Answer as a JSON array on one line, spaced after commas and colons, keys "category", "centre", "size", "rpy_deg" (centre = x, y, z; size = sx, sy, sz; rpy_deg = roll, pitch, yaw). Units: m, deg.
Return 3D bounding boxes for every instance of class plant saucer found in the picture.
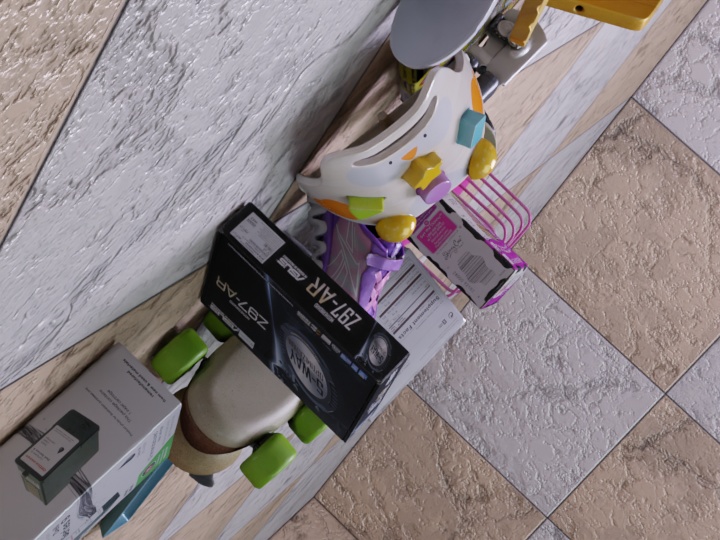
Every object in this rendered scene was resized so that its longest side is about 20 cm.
[{"category": "plant saucer", "centre": [-0.255, 0.247, 1.890], "size": [0.200, 0.019, 0.070], "rpy_deg": [-51, 171, 20]}]

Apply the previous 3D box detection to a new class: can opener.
[{"category": "can opener", "centre": [0.109, -0.182, 1.509], "size": [0.200, 0.053, 0.067], "rpy_deg": [-45, 172, -21]}]

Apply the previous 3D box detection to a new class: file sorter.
[{"category": "file sorter", "centre": [0.144, -0.056, 2.162], "size": [0.139, 0.125, 0.200], "rpy_deg": [-51, 171, 22]}]

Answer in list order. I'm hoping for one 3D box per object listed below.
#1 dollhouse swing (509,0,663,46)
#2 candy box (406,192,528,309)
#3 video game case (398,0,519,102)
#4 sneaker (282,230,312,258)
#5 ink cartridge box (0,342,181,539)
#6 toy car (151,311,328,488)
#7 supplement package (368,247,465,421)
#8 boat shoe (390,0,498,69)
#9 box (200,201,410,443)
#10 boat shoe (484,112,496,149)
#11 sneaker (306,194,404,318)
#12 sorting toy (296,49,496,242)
[{"category": "dollhouse swing", "centre": [0.245, -0.292, 1.403], "size": [0.201, 0.180, 0.177], "rpy_deg": [112, -10, -47]}, {"category": "candy box", "centre": [0.086, -0.050, 1.652], "size": [0.061, 0.200, 0.136], "rpy_deg": [-48, 173, 9]}, {"category": "video game case", "centre": [0.109, -0.253, 1.463], "size": [0.200, 0.025, 0.181], "rpy_deg": [-48, 171, -6]}, {"category": "sneaker", "centre": [-0.077, 0.022, 1.578], "size": [0.082, 0.075, 0.200], "rpy_deg": [-47, 172, -13]}, {"category": "ink cartridge box", "centre": [-0.259, 0.179, 1.342], "size": [0.200, 0.084, 0.146], "rpy_deg": [-43, 170, -26]}, {"category": "toy car", "centre": [-0.147, 0.149, 1.568], "size": [0.158, 0.165, 0.200], "rpy_deg": [-39, 177, -43]}, {"category": "supplement package", "centre": [-0.009, 0.060, 1.694], "size": [0.156, 0.111, 0.200], "rpy_deg": [-45, -160, -14]}, {"category": "boat shoe", "centre": [0.099, -0.255, 1.292], "size": [0.201, 0.070, 0.066], "rpy_deg": [-57, 168, 11]}, {"category": "box", "centre": [-0.056, 0.050, 1.400], "size": [0.043, 0.200, 0.160], "rpy_deg": [-42, 171, -26]}, {"category": "boat shoe", "centre": [0.046, -0.104, 1.562], "size": [0.200, 0.074, 0.063], "rpy_deg": [-29, -153, 13]}, {"category": "sneaker", "centre": [0.000, 0.000, 1.482], "size": [0.080, 0.088, 0.203], "rpy_deg": [1, 87, -62]}, {"category": "sorting toy", "centre": [0.034, -0.114, 1.363], "size": [0.199, 0.107, 0.180], "rpy_deg": [-38, 166, 3]}]
